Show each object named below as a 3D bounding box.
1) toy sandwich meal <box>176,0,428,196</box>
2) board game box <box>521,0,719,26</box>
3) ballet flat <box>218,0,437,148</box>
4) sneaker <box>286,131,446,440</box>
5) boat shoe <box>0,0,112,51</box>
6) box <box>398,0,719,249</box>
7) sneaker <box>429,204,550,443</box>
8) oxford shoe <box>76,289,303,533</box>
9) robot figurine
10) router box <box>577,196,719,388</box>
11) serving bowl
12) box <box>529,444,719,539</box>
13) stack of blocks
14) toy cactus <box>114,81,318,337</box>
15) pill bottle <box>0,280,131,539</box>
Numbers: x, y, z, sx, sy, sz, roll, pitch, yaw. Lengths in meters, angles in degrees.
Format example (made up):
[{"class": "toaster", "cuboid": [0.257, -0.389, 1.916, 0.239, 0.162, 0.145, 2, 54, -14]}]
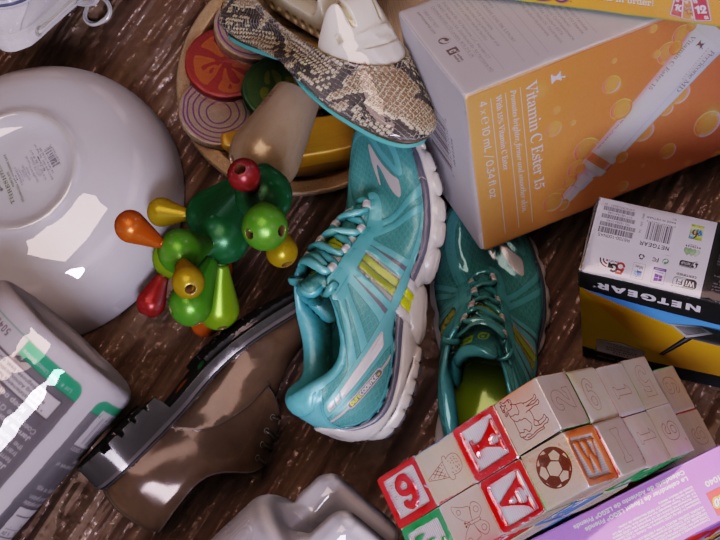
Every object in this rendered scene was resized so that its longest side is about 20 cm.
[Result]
[{"class": "toy sandwich meal", "cuboid": [-0.033, -0.145, 1.074, 0.203, 0.070, 0.207, -3, 69, 8]}, {"class": "board game box", "cuboid": [0.145, -0.189, 0.938, 0.198, 0.030, 0.096, 9, 47, 23]}, {"class": "ballet flat", "cuboid": [-0.023, -0.147, 0.974, 0.067, 0.076, 0.200, -15, 37, -34]}, {"class": "sneaker", "cuboid": [0.000, 0.000, 0.964, 0.079, 0.077, 0.202, 14, 74, -29]}, {"class": "boat shoe", "cuboid": [-0.200, -0.216, 1.131, 0.074, 0.087, 0.203, 11, 43, 18]}, {"class": "box", "cuboid": [0.138, -0.119, 0.977, 0.198, 0.125, 0.098, -22, 45, -10]}, {"class": "sneaker", "cuboid": [0.079, 0.043, 0.979, 0.077, 0.080, 0.202, -4, 68, 7]}, {"class": "oxford shoe", "cuboid": [-0.077, 0.084, 1.006, 0.200, 0.073, 0.085, -43, 95, -12]}, {"class": "robot figurine", "cuboid": [-0.062, 0.209, 0.911, 0.200, 0.170, 0.113, -44, 112, 7]}, {"class": "router box", "cuboid": [0.228, 0.028, 0.922, 0.198, 0.149, 0.051, 13, 71, 14]}, {"class": "serving bowl", "cuboid": [-0.221, -0.055, 1.075, 0.198, 0.066, 0.202, -3, 69, 7]}, {"class": "box", "cuboid": [0.117, 0.170, 0.893, 0.199, 0.137, 0.039, -26, 71, -2]}, {"class": "stack of blocks", "cuboid": [0.117, 0.100, 0.864, 0.115, 0.199, 0.059, -37, 71, 32]}, {"class": "toy cactus", "cuboid": [-0.083, -0.044, 0.982, 0.102, 0.200, 0.166, 30, 72, -7]}, {"class": "pill bottle", "cuboid": [-0.245, 0.115, 0.984, 0.113, 0.113, 0.200, 40, 86, 21]}]
